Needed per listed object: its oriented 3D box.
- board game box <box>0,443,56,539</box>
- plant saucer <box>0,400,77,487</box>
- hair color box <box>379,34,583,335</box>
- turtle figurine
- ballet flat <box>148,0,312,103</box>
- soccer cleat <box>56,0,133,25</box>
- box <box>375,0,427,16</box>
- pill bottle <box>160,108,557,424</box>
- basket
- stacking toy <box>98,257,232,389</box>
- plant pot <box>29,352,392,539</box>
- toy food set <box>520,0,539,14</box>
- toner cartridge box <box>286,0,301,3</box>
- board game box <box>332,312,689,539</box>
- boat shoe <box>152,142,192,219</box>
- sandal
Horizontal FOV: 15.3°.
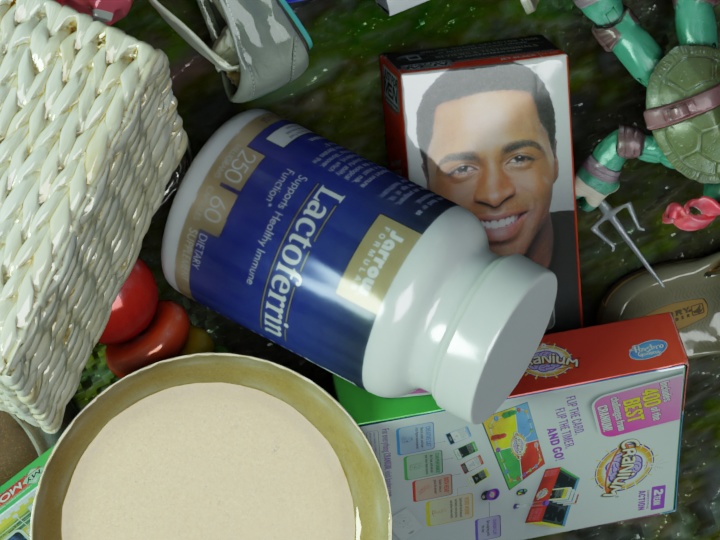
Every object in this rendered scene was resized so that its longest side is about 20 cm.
[{"bbox_3d":[-0.151,0.195,1.571,0.135,0.029,0.200,-37,122,0],"label":"board game box"},{"bbox_3d":[-0.255,0.128,1.551,0.200,0.032,0.200,-3,105,-11],"label":"plant saucer"},{"bbox_3d":[0.072,-0.029,1.560,0.101,0.061,0.200,-8,107,-9],"label":"hair color box"},{"bbox_3d":[0.190,-0.099,1.548,0.150,0.101,0.200,-24,98,-19],"label":"turtle figurine"},{"bbox_3d":[-0.098,-0.181,1.446,0.064,0.067,0.200,-33,101,-9],"label":"ballet flat"},{"bbox_3d":[-0.215,-0.185,1.460,0.200,0.067,0.077,14,73,-11],"label":"soccer cleat"},{"bbox_3d":[0.051,-0.265,1.499,0.156,0.041,0.200,-23,108,-5],"label":"box"},{"bbox_3d":[0.000,0.000,1.479,0.200,0.116,0.116,26,101,17],"label":"pill bottle"},{"bbox_3d":[-0.200,-0.042,1.381,0.161,0.198,0.200,22,79,5],"label":"basket"},{"bbox_3d":[-0.100,0.068,1.524,0.085,0.085,0.200,-39,118,1],"label":"stacking toy"},{"bbox_3d":[-0.082,0.144,1.476,0.200,0.027,0.200,0,92,-9],"label":"plant pot"},{"bbox_3d":[0.147,-0.249,1.466,0.200,0.060,0.144,-28,105,-3],"label":"toy food set"},{"bbox_3d":[0.015,-0.206,1.444,0.200,0.043,0.095,-6,112,33],"label":"toner cartridge box"},{"bbox_3d":[0.088,0.102,1.566,0.200,0.040,0.153,-10,141,-6],"label":"board game box"},{"bbox_3d":[-0.182,-0.023,1.507,0.200,0.060,0.072,-25,109,-4],"label":"boat shoe"},{"bbox_3d":[0.240,0.012,1.612,0.200,0.054,0.080,-20,109,-6],"label":"sandal"}]
